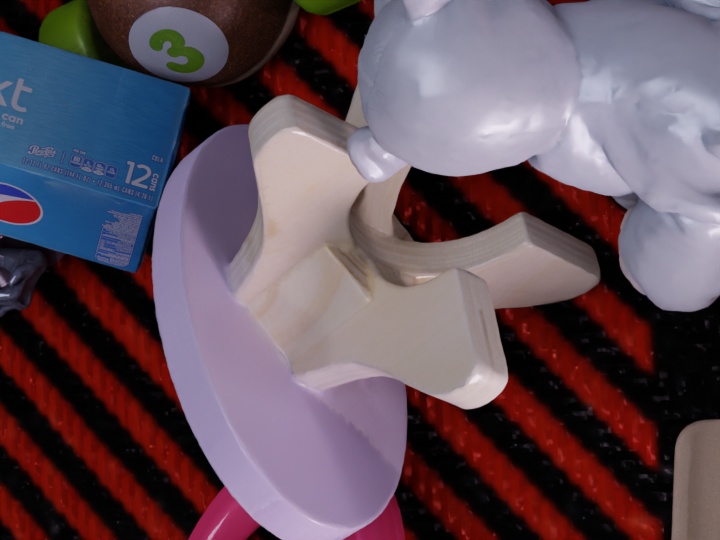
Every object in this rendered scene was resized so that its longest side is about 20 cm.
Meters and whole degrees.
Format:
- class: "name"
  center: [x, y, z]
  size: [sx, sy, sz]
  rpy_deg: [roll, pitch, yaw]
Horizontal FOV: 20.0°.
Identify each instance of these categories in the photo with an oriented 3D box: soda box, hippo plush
- class: "soda box"
  center: [-0.182, -0.067, 0.902]
  size: [0.199, 0.064, 0.068]
  rpy_deg: [17, 60, -7]
- class: "hippo plush"
  center: [0.075, -0.057, 0.773]
  size: [0.160, 0.200, 0.160]
  rpy_deg: [5, 132, -4]

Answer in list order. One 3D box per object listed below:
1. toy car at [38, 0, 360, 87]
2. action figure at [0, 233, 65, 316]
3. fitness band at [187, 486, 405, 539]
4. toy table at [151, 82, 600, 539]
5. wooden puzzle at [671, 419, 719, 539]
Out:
- class: "toy car"
  center: [-0.116, -0.160, 0.878]
  size: [0.164, 0.200, 0.158]
  rpy_deg: [-20, 82, 27]
- class: "action figure"
  center: [-0.216, -0.081, 0.979]
  size: [0.149, 0.134, 0.200]
  rpy_deg: [-19, 65, 5]
- class: "fitness band"
  center: [-0.032, 0.166, 0.882]
  size: [0.144, 0.037, 0.200]
  rpy_deg: [-42, 37, 29]
- class: "toy table"
  center: [0.000, 0.000, 0.844]
  size: [0.117, 0.184, 0.200]
  rpy_deg: [-37, 58, 32]
- class: "wooden puzzle"
  center: [0.217, 0.134, 0.772]
  size: [0.199, 0.037, 0.186]
  rpy_deg: [-8, 60, 26]
